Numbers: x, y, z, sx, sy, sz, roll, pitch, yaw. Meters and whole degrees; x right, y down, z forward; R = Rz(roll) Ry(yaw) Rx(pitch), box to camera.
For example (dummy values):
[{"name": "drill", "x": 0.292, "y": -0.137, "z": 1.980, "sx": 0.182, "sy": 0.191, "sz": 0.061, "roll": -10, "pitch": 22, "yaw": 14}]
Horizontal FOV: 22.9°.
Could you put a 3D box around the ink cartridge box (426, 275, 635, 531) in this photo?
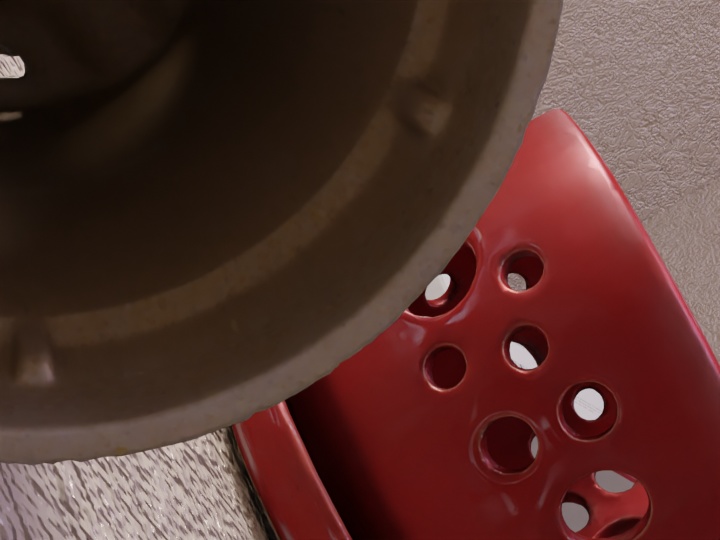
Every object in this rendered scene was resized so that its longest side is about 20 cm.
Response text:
[{"name": "ink cartridge box", "x": 0.100, "y": 0.093, "z": 1.208, "sx": 0.144, "sy": 0.084, "sz": 0.201, "roll": 29, "pitch": 19, "yaw": -22}]

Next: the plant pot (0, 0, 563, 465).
[{"name": "plant pot", "x": -0.076, "y": -0.083, "z": 0.409, "sx": 0.202, "sy": 0.199, "sz": 0.183, "roll": 58, "pitch": -5, "yaw": -21}]

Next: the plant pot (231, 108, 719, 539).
[{"name": "plant pot", "x": 0.055, "y": 0.063, "z": 0.740, "sx": 0.202, "sy": 0.181, "sz": 0.201, "roll": 59, "pitch": 7, "yaw": -11}]
